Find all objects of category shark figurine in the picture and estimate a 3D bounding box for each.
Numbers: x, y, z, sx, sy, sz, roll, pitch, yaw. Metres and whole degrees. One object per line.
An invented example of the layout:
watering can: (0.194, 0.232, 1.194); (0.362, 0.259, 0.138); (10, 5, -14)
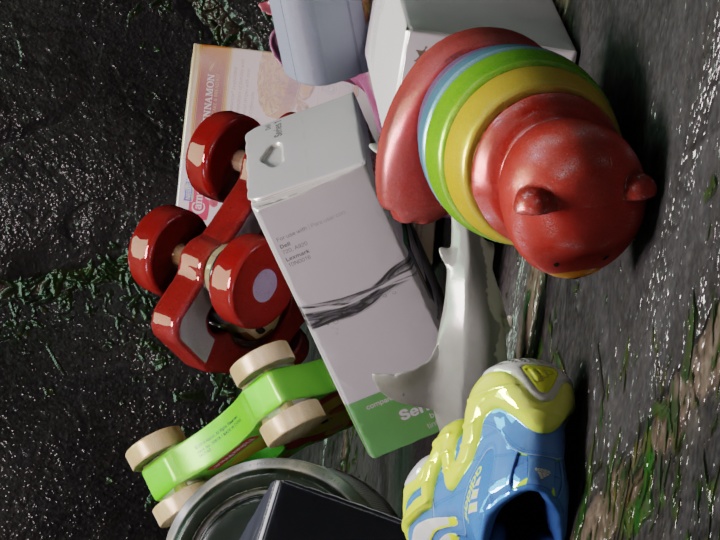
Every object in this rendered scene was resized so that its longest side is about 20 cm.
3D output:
shark figurine: (0.047, 0.036, 1.610); (0.128, 0.089, 0.215); (-117, 20, -70)

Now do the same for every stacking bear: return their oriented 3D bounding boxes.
stacking bear: (0.091, -0.056, 1.416); (0.200, 0.121, 0.114); (-131, 41, -68)

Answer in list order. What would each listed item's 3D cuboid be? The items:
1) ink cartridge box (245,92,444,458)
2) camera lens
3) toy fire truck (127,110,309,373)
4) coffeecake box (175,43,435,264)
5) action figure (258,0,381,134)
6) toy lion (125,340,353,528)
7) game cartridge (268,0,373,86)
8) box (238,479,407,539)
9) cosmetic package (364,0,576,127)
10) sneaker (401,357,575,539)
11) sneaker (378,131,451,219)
ink cartridge box: (0.000, 0.000, 1.797); (0.146, 0.084, 0.200); (-100, -13, -66)
camera lens: (-0.047, 0.214, 1.882); (0.200, 0.160, 0.160); (39, -123, -80)
toy fire truck: (-0.062, -0.010, 1.941); (0.200, 0.112, 0.168); (-59, -42, -14)
coffeecake box: (-0.039, -0.083, 2.070); (0.073, 0.200, 0.154); (110, 166, -78)
action figure: (0.005, -0.164, 2.006); (0.200, 0.134, 0.149); (26, 138, 42)
toy lion: (-0.046, 0.105, 1.977); (0.200, 0.192, 0.069); (-38, 73, 33)
game cartridge: (0.023, -0.211, 1.790); (0.042, 0.200, 0.133); (27, 142, 43)
box: (-0.043, 0.263, 1.643); (0.197, 0.124, 0.200); (123, 166, -62)
cosmetic package: (0.065, -0.137, 1.681); (0.200, 0.107, 0.085); (-96, 15, -67)
sneaker: (0.068, 0.141, 1.500); (0.200, 0.076, 0.105); (106, 168, -49)
sneaker: (0.055, -0.095, 1.796); (0.200, 0.088, 0.081); (-93, 10, -60)
